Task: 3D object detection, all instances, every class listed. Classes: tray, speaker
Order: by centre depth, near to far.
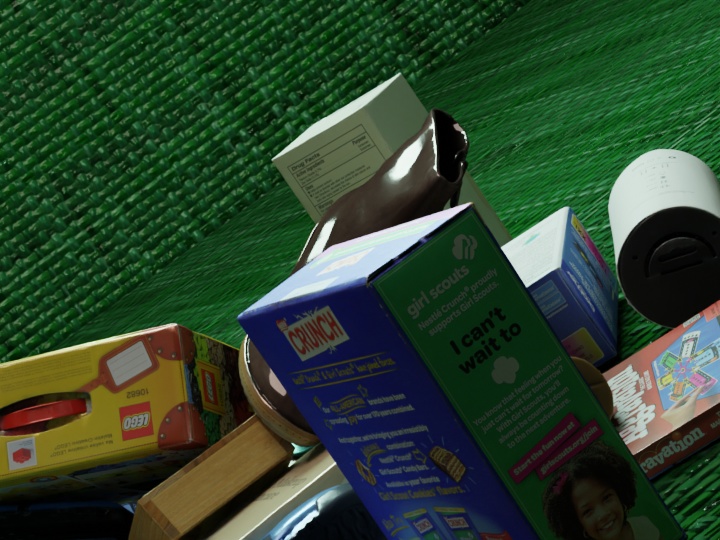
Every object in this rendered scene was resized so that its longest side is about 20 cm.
[{"bbox_3d":[-0.104,0.170,1.657,0.099,0.037,0.200,-36,-16,-27],"label":"tray"},{"bbox_3d":[0.203,-0.023,1.720,0.081,0.081,0.200,-32,9,10],"label":"speaker"}]

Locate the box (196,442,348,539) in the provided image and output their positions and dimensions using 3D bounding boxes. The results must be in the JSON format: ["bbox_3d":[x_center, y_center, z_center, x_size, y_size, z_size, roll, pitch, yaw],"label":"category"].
[{"bbox_3d":[-0.031,0.163,1.561,0.200,0.078,0.095,-38,8,-23],"label":"box"}]

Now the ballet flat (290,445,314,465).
[{"bbox_3d":[-0.058,0.144,1.807,0.200,0.071,0.069,-30,39,-32],"label":"ballet flat"}]

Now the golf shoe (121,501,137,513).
[{"bbox_3d":[-0.147,0.137,1.866,0.078,0.094,0.200,-19,-27,-39],"label":"golf shoe"}]

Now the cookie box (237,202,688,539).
[{"bbox_3d":[0.048,0.076,1.338,0.075,0.200,0.171,-38,9,-23],"label":"cookie box"}]

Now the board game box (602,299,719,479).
[{"bbox_3d":[0.177,0.070,1.506,0.103,0.019,0.200,-34,8,9],"label":"board game box"}]

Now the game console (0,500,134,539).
[{"bbox_3d":[-0.216,0.227,1.738,0.171,0.118,0.200,-4,-15,9],"label":"game console"}]

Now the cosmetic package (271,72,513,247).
[{"bbox_3d":[0.037,-0.035,2.005,0.104,0.200,0.073,-27,10,37],"label":"cosmetic package"}]

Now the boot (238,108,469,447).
[{"bbox_3d":[0.000,0.000,1.622,0.166,0.072,0.200,-51,15,29],"label":"boot"}]

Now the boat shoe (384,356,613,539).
[{"bbox_3d":[0.062,0.124,1.501,0.200,0.073,0.065,-35,-9,7],"label":"boat shoe"}]

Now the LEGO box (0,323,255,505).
[{"bbox_3d":[-0.171,0.101,1.690,0.200,0.077,0.149,-13,-15,19],"label":"LEGO box"}]

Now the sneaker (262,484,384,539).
[{"bbox_3d":[-0.070,0.188,1.442,0.200,0.066,0.078,-50,37,-18],"label":"sneaker"}]

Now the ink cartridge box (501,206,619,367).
[{"bbox_3d":[0.097,0.044,1.758,0.136,0.076,0.200,-33,7,14],"label":"ink cartridge box"}]
